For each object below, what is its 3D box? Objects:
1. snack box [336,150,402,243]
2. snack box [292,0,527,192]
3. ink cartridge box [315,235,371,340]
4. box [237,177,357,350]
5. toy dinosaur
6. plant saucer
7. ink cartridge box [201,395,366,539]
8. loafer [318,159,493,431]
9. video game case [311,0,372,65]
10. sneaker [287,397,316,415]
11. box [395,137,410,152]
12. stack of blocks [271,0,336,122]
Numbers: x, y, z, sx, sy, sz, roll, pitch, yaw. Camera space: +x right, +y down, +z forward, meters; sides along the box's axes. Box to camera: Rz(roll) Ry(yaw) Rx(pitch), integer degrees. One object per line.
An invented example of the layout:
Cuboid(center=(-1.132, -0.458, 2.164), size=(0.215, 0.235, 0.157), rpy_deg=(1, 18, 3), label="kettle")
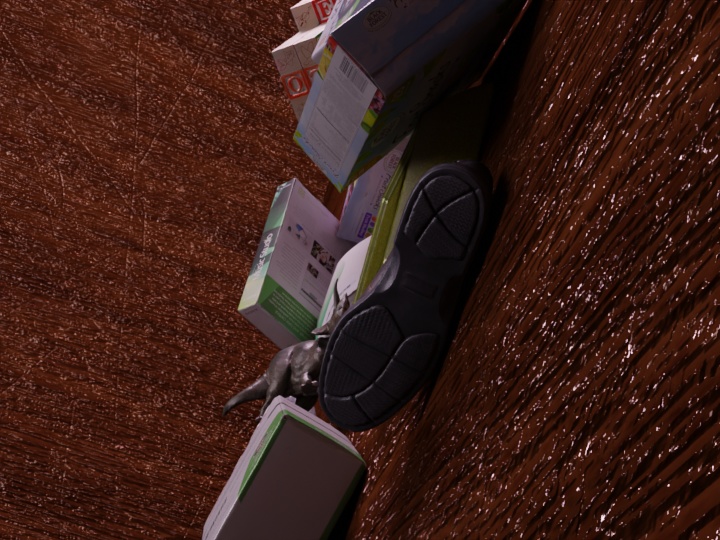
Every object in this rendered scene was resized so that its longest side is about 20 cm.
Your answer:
Cuboid(center=(0.030, -0.148, 1.609), size=(0.143, 0.052, 0.201), rpy_deg=(-74, 5, -47), label="snack box")
Cuboid(center=(0.040, -0.161, 1.031), size=(0.168, 0.068, 0.200), rpy_deg=(-40, -7, -19), label="snack box")
Cuboid(center=(0.000, 0.000, 1.446), size=(0.161, 0.050, 0.202), rpy_deg=(-86, 13, -72), label="ink cartridge box")
Cuboid(center=(-0.062, 0.010, 1.586), size=(0.036, 0.144, 0.201), rpy_deg=(-24, 36, 34), label="box")
Cuboid(center=(-0.056, 0.105, 1.363), size=(0.200, 0.077, 0.103), rpy_deg=(-37, 28, 37), label="toy dinosaur")
Cuboid(center=(0.039, -0.027, 1.075), size=(0.200, 0.047, 0.202), rpy_deg=(117, 171, -62), label="plant saucer")
Cuboid(center=(-0.070, 0.195, 1.158), size=(0.147, 0.084, 0.200), rpy_deg=(-61, 3, -2), label="ink cartridge box")
Cuboid(center=(0.037, 0.018, 0.896), size=(0.201, 0.071, 0.063), rpy_deg=(-64, -12, 22), label="loafer")
Cuboid(center=(0.034, -0.310, 1.321), size=(0.200, 0.023, 0.183), rpy_deg=(-31, 33, 53), label="video game case")
Cuboid(center=(-0.110, 0.252, 1.629), size=(0.201, 0.074, 0.115), rpy_deg=(-69, 1, -45), label="sneaker")
Cuboid(center=(0.050, -0.253, 1.454), size=(0.153, 0.105, 0.201), rpy_deg=(113, 173, -45), label="box")
Cuboid(center=(-0.031, -0.260, 1.562), size=(0.116, 0.058, 0.200), rpy_deg=(67, -152, -17), label="stack of blocks")
